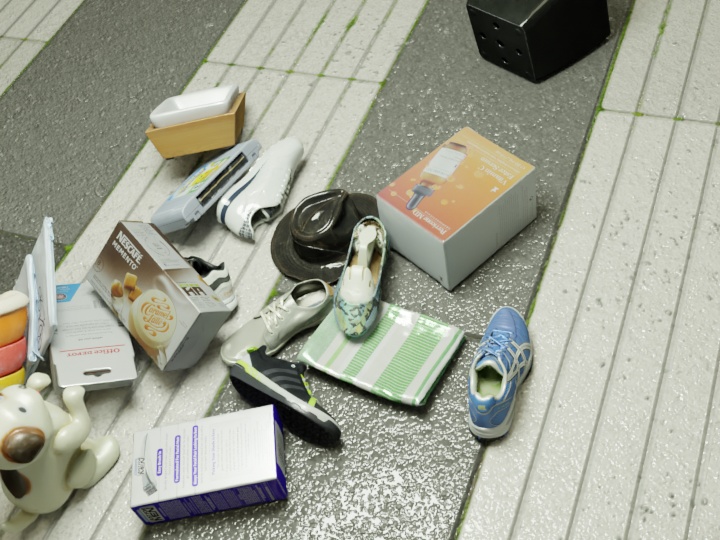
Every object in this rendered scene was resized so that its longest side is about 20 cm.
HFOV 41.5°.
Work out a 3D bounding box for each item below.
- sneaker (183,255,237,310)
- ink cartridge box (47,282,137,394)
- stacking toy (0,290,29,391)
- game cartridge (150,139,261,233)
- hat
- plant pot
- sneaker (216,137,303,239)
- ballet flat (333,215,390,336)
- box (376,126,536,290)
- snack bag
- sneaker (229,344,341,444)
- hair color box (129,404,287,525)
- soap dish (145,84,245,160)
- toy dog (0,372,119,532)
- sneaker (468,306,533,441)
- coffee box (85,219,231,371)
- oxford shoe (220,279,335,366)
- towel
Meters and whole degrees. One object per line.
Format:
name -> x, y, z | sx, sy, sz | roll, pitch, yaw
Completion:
sneaker -> -0.279, 0.007, 1.466 | 0.196, 0.081, 0.074 | 10, 33, 19
ink cartridge box -> -0.401, 0.111, 1.399 | 0.114, 0.067, 0.202 | -4, 44, -23
stacking toy -> -0.520, 0.141, 1.347 | 0.143, 0.204, 0.146 | -13, 8, 2
game cartridge -> -0.260, -0.140, 1.582 | 0.132, 0.041, 0.201 | -15, 30, 52
hat -> -0.055, -0.078, 1.492 | 0.196, 0.082, 0.203 | -7, 48, 8
plant pot -> 0.300, -0.456, 1.668 | 0.199, 0.200, 0.178 | 34, 75, 34
sneaker -> -0.149, -0.135, 1.579 | 0.080, 0.077, 0.201 | 30, 69, 23
ballet flat -> 0.000, 0.000, 1.383 | 0.073, 0.075, 0.202 | -1, 48, 12
box -> 0.148, -0.097, 1.442 | 0.199, 0.107, 0.152 | -38, 53, -22
snack bag -> -0.483, 0.052, 1.407 | 0.021, 0.200, 0.191 | 6, 56, -31
sneaker -> -0.094, 0.159, 1.305 | 0.198, 0.072, 0.083 | 29, 58, 27
hair color box -> -0.199, 0.256, 1.253 | 0.196, 0.065, 0.111 | -10, 51, 4
soap dish -> -0.279, -0.260, 1.657 | 0.154, 0.083, 0.201 | -11, 20, 3
toy dog -> -0.437, 0.224, 1.238 | 0.138, 0.201, 0.195 | 28, 65, 22
sneaker -> 0.187, 0.125, 1.267 | 0.074, 0.078, 0.202 | 2, 49, 17
coffee box -> -0.297, 0.034, 1.391 | 0.200, 0.079, 0.115 | 46, 110, 21
oxford shoe -> -0.121, 0.072, 1.398 | 0.198, 0.058, 0.076 | -29, 53, -9
towel -> 0.031, 0.105, 1.342 | 0.197, 0.024, 0.153 | 21, 53, 24
